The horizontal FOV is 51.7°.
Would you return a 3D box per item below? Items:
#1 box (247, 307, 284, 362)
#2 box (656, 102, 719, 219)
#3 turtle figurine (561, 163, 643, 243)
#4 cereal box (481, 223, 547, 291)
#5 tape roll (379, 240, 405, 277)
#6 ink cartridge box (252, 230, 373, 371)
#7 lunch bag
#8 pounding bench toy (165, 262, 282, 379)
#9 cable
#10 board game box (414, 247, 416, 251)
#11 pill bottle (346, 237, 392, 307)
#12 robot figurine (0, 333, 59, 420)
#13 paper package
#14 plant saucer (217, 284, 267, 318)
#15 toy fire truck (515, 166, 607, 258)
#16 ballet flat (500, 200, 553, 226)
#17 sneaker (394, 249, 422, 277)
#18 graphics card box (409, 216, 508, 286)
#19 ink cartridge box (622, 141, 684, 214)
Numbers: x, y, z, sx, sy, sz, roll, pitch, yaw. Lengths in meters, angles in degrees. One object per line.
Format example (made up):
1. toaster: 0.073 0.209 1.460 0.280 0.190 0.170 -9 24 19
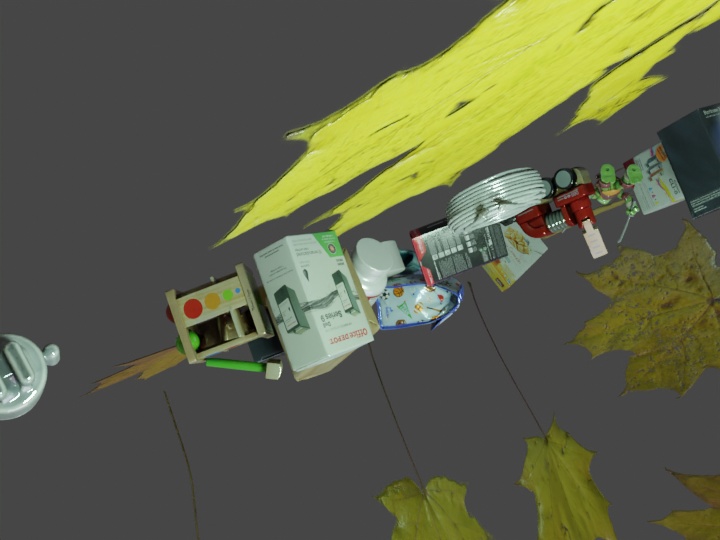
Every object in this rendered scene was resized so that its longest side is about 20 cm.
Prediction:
1. box: -0.158 0.128 1.687 0.146 0.106 0.200 -22 174 13
2. box: 0.756 -0.239 1.547 0.197 0.201 0.123 -18 172 -28
3. turtle figurine: 0.627 -0.173 1.862 0.201 0.143 0.194 -53 165 -14
4. cereal box: 0.383 -0.058 1.922 0.199 0.145 0.039 -39 179 -35
5. tape roll: 0.000 0.000 1.713 0.199 0.072 0.202 -20 175 -2
6. ink cartridge box: -0.074 0.047 1.222 0.083 0.203 0.145 -24 173 32
7. lunch bag: 0.146 0.071 1.761 0.196 0.126 0.170 -9 -174 11
8. pounding bench toy: -0.234 0.114 1.279 0.154 0.203 0.124 -21 175 -2
9. cable: 0.253 -0.131 1.420 0.198 0.070 0.199 -18 174 -34
10. board game box: 0.234 -0.085 1.890 0.150 0.046 0.200 -19 174 -14
11. pill bottle: -0.014 0.031 1.537 0.111 0.113 0.201 -15 150 -43
12. robot figurine: -0.524 0.159 1.097 0.168 0.114 0.200 -25 177 -28
13. paper package: -0.082 0.085 1.462 0.102 0.193 0.200 -11 158 -39
14. plant saucer: -0.229 0.070 1.663 0.197 0.049 0.200 -20 175 -10
15. toy fire truck: 0.454 -0.110 1.653 0.175 0.203 0.128 -25 172 38
16. ballet flat: 0.411 -0.172 1.757 0.198 0.058 0.066 -28 174 7
17. sneaker: 0.141 -0.012 1.853 0.196 0.075 0.082 3 165 -10
18. graphics card box: 0.218 -0.060 1.651 0.197 0.127 0.051 -21 -157 2
19. ink cartridge box: 0.774 -0.247 1.806 0.142 0.148 0.200 -18 173 -19
